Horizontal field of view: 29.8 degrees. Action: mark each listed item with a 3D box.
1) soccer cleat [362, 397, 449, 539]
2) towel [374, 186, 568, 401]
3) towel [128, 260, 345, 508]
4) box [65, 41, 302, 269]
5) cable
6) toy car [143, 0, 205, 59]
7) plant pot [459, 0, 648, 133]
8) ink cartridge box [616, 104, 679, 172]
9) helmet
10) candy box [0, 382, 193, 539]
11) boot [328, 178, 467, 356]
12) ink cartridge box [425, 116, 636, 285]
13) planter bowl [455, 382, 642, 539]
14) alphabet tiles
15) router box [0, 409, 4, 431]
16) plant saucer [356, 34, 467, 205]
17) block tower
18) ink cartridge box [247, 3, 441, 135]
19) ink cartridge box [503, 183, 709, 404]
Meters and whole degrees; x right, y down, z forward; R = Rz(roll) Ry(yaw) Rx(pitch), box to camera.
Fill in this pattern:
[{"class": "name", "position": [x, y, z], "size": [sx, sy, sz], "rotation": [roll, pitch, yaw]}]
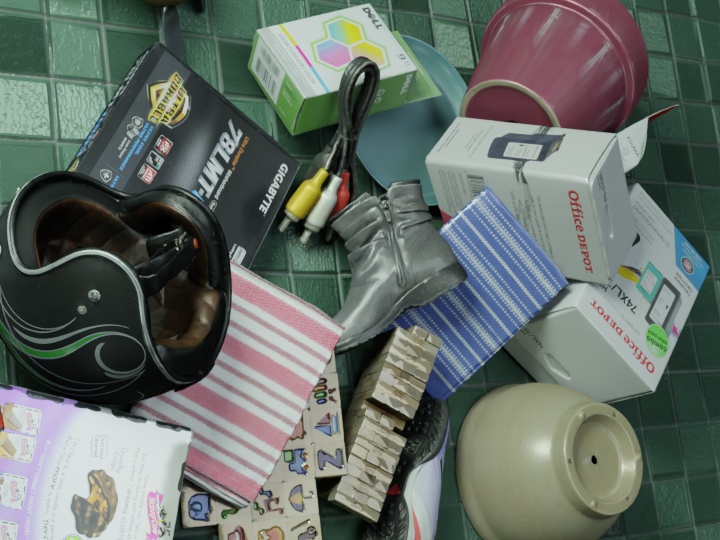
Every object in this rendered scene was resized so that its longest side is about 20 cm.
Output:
[{"class": "soccer cleat", "position": [0.056, 0.229, 1.406], "size": [0.073, 0.068, 0.201], "rotation": [51, 45, -43]}, {"class": "towel", "position": [0.107, 0.029, 1.450], "size": [0.200, 0.024, 0.145], "rotation": [-42, 104, 3]}, {"class": "towel", "position": [-0.120, 0.104, 1.277], "size": [0.146, 0.030, 0.201], "rotation": [31, 76, -10]}, {"class": "box", "position": [-0.176, -0.086, 1.327], "size": [0.198, 0.050, 0.201], "rotation": [39, 58, -21]}, {"class": "cable", "position": [-0.013, -0.118, 1.397], "size": [0.097, 0.201, 0.050], "rotation": [8, 29, -45]}, {"class": "toy car", "position": [-0.214, -0.312, 1.333], "size": [0.201, 0.156, 0.165], "rotation": [60, 38, -40]}, {"class": "plant pot", "position": [0.207, -0.207, 1.546], "size": [0.201, 0.199, 0.179], "rotation": [52, 48, -13]}, {"class": "ink cartridge box", "position": [0.277, -0.119, 1.604], "size": [0.199, 0.162, 0.051], "rotation": [-25, 87, -39]}, {"class": "helmet", "position": [-0.226, 0.015, 1.170], "size": [0.200, 0.189, 0.202], "rotation": [3, 90, -66]}, {"class": "candy box", "position": [-0.256, 0.198, 1.147], "size": [0.198, 0.071, 0.170], "rotation": [17, 69, -24]}, {"class": "boot", "position": [0.000, 0.000, 1.397], "size": [0.199, 0.070, 0.132], "rotation": [-31, 89, -13]}, {"class": "ink cartridge box", "position": [0.187, -0.077, 1.471], "size": [0.085, 0.198, 0.146], "rotation": [-52, 138, -34]}, {"class": "planter bowl", "position": [0.222, 0.215, 1.482], "size": [0.199, 0.134, 0.202], "rotation": [11, 71, -34]}, {"class": "alphabet tiles", "position": [-0.095, 0.171, 1.301], "size": [0.165, 0.008, 0.202], "rotation": [-3, 78, -17]}, {"class": "router box", "position": [-0.349, 0.055, 1.056], "size": [0.048, 0.199, 0.181], "rotation": [-9, 83, -35]}, {"class": "plant saucer", "position": [0.054, -0.168, 1.536], "size": [0.199, 0.027, 0.202], "rotation": [12, 69, -34]}, {"class": "block tower", "position": [0.018, 0.153, 1.379], "size": [0.054, 0.058, 0.202], "rotation": [28, 67, -16]}, {"class": "ink cartridge box", "position": [-0.008, -0.221, 1.441], "size": [0.199, 0.060, 0.104], "rotation": [-18, 61, -30]}, {"class": "ink cartridge box", "position": [0.279, 0.034, 1.569], "size": [0.147, 0.146, 0.201], "rotation": [45, 55, -18]}]
